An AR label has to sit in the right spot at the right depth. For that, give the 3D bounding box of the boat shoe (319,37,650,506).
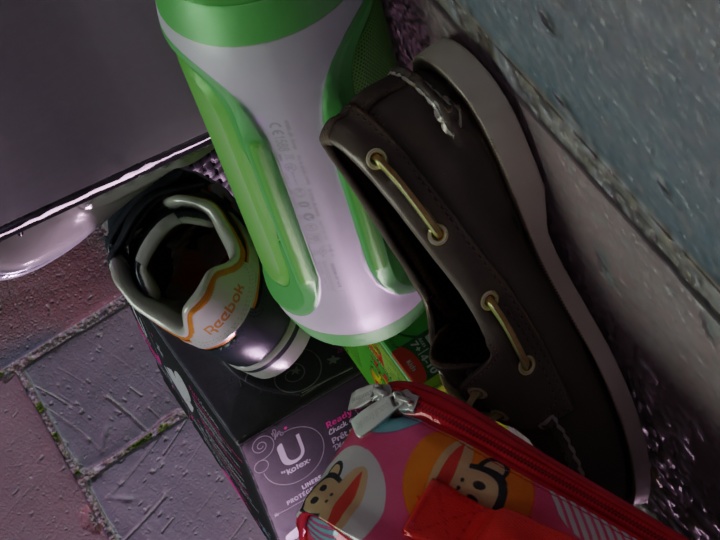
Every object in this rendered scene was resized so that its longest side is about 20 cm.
[{"bbox_3d":[0.049,0.017,0.513,0.201,0.059,0.072,64,167,-25],"label":"boat shoe"}]

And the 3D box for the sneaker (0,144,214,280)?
[{"bbox_3d":[-0.132,-0.069,0.739,0.073,0.200,0.071,53,162,-23],"label":"sneaker"}]

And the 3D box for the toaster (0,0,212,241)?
[{"bbox_3d":[-0.134,-0.124,0.664,0.181,0.198,0.119,-123,10,-50],"label":"toaster"}]

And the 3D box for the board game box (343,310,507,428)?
[{"bbox_3d":[0.000,0.000,0.720,0.201,0.047,0.102,53,169,28],"label":"board game box"}]

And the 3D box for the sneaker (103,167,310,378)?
[{"bbox_3d":[-0.104,-0.017,0.783,0.079,0.079,0.200,34,-178,-42],"label":"sneaker"}]

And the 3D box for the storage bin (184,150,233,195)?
[{"bbox_3d":[-0.153,-0.094,1.037,0.200,0.093,0.136,48,165,41],"label":"storage bin"}]

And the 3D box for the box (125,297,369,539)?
[{"bbox_3d":[-0.047,0.052,0.850,0.200,0.131,0.115,47,161,46],"label":"box"}]

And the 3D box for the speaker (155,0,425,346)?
[{"bbox_3d":[-0.019,-0.056,0.560,0.089,0.088,0.201,50,166,38],"label":"speaker"}]

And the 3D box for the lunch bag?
[{"bbox_3d":[0.071,0.123,0.495,0.199,0.082,0.177,29,161,15],"label":"lunch bag"}]
